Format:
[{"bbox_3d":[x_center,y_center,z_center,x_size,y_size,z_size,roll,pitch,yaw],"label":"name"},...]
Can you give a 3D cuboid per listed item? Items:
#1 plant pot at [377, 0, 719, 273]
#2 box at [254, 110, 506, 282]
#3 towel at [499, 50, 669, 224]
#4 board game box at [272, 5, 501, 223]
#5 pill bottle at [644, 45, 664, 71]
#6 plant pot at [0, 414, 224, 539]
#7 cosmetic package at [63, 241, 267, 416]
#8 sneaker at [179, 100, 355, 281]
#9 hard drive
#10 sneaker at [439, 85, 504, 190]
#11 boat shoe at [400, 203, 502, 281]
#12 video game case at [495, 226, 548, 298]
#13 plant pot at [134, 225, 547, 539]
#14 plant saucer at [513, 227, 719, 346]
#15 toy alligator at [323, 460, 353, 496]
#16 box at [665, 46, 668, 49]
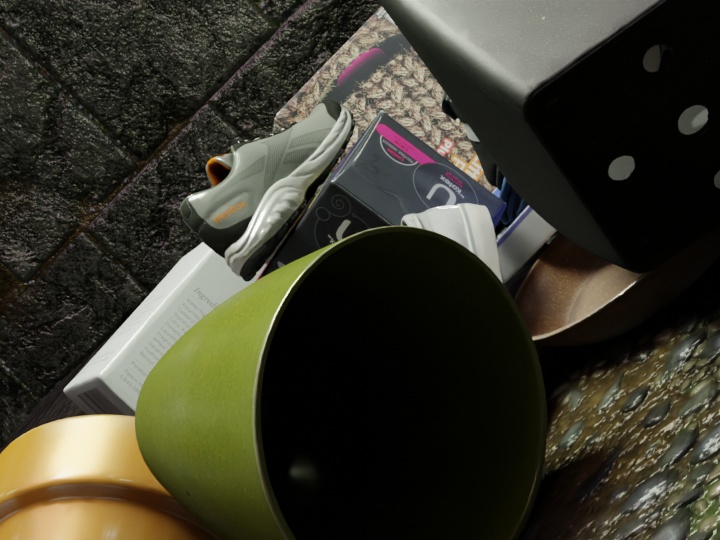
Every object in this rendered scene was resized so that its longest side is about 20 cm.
[{"bbox_3d":[0.148,-0.120,0.737,0.200,0.200,0.178,-35,34,9],"label":"plant pot"},{"bbox_3d":[0.000,0.000,1.033,0.200,0.122,0.106,-50,5,43],"label":"box"},{"bbox_3d":[0.182,-0.126,1.081,0.200,0.049,0.112,-47,-16,-20],"label":"towel"},{"bbox_3d":[0.047,-0.107,1.184,0.160,0.200,0.097,-48,-5,-15],"label":"board game box"},{"bbox_3d":[0.171,-0.215,0.951,0.109,0.109,0.200,-32,31,52],"label":"pill bottle"},{"bbox_3d":[-0.157,0.223,0.835,0.200,0.200,0.184,-39,28,33],"label":"plant pot"},{"bbox_3d":[-0.159,0.095,1.361,0.200,0.165,0.165,-50,12,-23],"label":"cosmetic package"},{"bbox_3d":[-0.066,-0.079,1.027,0.074,0.079,0.200,-53,2,42],"label":"sneaker"},{"bbox_3d":[0.170,-0.077,0.971,0.200,0.025,0.132,-43,-5,-30],"label":"hard drive"},{"bbox_3d":[0.096,-0.150,1.066,0.074,0.088,0.200,-47,-32,-29],"label":"sneaker"},{"bbox_3d":[0.057,0.029,0.853,0.072,0.068,0.200,89,178,-47],"label":"boat shoe"},{"bbox_3d":[0.065,0.047,1.072,0.200,0.019,0.143,-45,10,0],"label":"video game case"},{"bbox_3d":[-0.034,0.082,0.739,0.200,0.187,0.187,-10,35,51],"label":"plant pot"},{"bbox_3d":[0.175,-0.019,0.836,0.200,0.037,0.200,-44,11,11],"label":"plant saucer"},{"bbox_3d":[0.009,0.145,0.818,0.054,0.059,0.200,80,-160,-53],"label":"toy alligator"},{"bbox_3d":[0.267,-0.233,1.032,0.200,0.044,0.160,14,54,44],"label":"box"}]
